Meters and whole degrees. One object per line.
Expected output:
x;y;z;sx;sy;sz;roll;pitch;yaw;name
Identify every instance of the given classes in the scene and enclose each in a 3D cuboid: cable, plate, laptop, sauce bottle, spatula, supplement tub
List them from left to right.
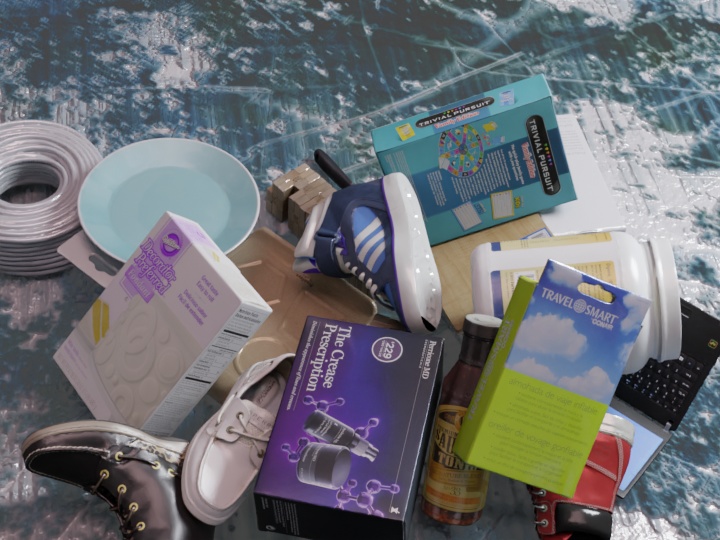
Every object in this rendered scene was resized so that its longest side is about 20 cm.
-0.379;-0.086;1.488;0.199;0.069;0.200;23;50;15;cable
-0.210;-0.069;1.428;0.199;0.026;0.201;3;49;-3;plate
-0.009;-0.086;1.546;0.020;0.057;0.200;-6;40;-29;spatula
0.102;0.143;1.247;0.065;0.202;0.066;7;13;-2;sauce bottle
0.215;0.037;1.309;0.198;0.145;0.145;-5;47;7;supplement tub
0.259;0.102;1.357;0.177;0.201;0.103;32;8;21;laptop

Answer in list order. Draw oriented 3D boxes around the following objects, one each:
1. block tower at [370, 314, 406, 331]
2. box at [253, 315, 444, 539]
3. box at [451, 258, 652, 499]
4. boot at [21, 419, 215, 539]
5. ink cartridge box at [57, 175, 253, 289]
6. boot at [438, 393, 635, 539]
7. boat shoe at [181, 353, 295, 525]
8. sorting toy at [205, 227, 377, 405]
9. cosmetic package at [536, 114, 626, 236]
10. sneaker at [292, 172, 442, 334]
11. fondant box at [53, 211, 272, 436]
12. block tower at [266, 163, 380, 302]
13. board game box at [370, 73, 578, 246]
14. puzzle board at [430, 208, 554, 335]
0.005;0.131;1.332;0.057;0.054;0.201;17;48;11;block tower
-0.006;0.152;1.216;0.140;0.079;0.201;10;53;7;box
0.176;0.098;1.200;0.121;0.201;0.048;20;4;-19;box
-0.217;0.226;1.202;0.199;0.073;0.151;16;46;-26;boot
-0.227;-0.028;1.452;0.116;0.068;0.200;34;53;23;ink cartridge box
0.160;0.196;1.284;0.199;0.073;0.145;15;68;12;boot
-0.110;0.152;1.246;0.071;0.069;0.201;37;44;-14;boat shoe
-0.109;0.061;1.411;0.185;0.037;0.200;33;58;22;sorting toy
0.235;-0.095;1.557;0.101;0.074;0.201;-6;51;-10;cosmetic package
0.000;0.000;1.384;0.146;0.081;0.201;-22;57;19;sneaker
-0.201;0.064;1.301;0.200;0.058;0.144;-50;59;10;fondant box
-0.027;-0.045;1.497;0.058;0.054;0.200;-34;59;-29;block tower
0.128;-0.118;1.449;0.199;0.151;0.047;-18;40;6;board game box
0.140;-0.021;1.471;0.150;0.017;0.200;-26;42;-2;puzzle board
